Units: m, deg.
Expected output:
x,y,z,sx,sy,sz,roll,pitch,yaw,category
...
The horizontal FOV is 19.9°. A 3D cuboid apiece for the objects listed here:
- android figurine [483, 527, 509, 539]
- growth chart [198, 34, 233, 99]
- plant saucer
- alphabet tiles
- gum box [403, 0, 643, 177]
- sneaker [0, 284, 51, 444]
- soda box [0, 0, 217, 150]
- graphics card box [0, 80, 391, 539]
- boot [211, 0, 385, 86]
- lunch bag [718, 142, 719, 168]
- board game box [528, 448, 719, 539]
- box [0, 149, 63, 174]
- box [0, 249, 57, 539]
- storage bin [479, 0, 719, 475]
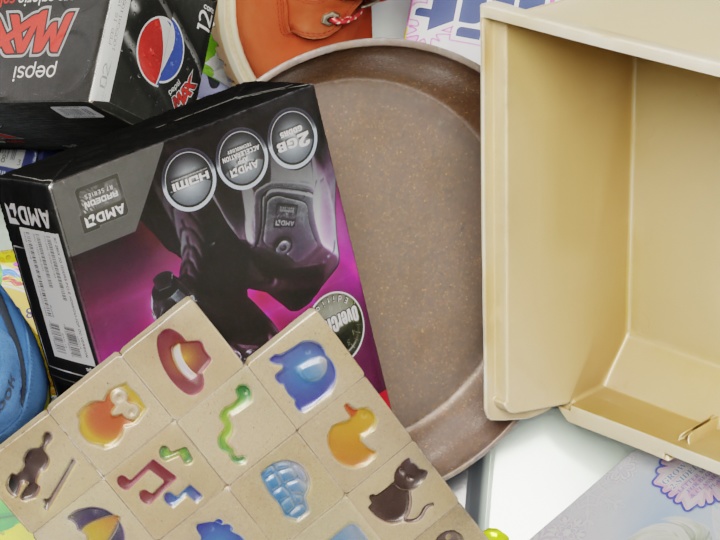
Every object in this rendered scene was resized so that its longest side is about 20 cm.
x,y,z,sx,sy,sz,roll,pitch,yaw,category
0.030,0.196,0.825,0.182,0.041,0.200,-9,52,21,android figurine
-0.072,-0.028,0.913,0.018,0.145,0.201,-22,65,41,growth chart
0.000,0.000,0.878,0.200,0.034,0.201,-4,101,-23,plant saucer
-0.045,0.115,0.775,0.167,0.008,0.200,-38,110,-5,alphabet tiles
0.118,-0.090,0.950,0.199,0.066,0.114,11,75,2,gum box
-0.193,-0.013,0.803,0.066,0.078,0.200,-38,76,-9,sneaker
-0.160,-0.091,0.862,0.200,0.063,0.071,3,77,35,soda box
-0.055,0.038,0.803,0.125,0.051,0.201,-23,108,-32,graphics card box
-0.009,-0.132,0.892,0.107,0.200,0.075,17,46,30,boot
0.268,-0.072,0.879,0.200,0.132,0.136,13,76,-34,lunch bag
0.136,0.174,0.846,0.200,0.041,0.199,-39,46,-10,board game box
-0.166,-0.137,0.948,0.121,0.032,0.201,12,82,27,box
-0.205,0.107,0.872,0.199,0.122,0.193,-8,75,-2,box
0.151,-0.001,0.811,0.094,0.199,0.200,-22,30,-40,storage bin
